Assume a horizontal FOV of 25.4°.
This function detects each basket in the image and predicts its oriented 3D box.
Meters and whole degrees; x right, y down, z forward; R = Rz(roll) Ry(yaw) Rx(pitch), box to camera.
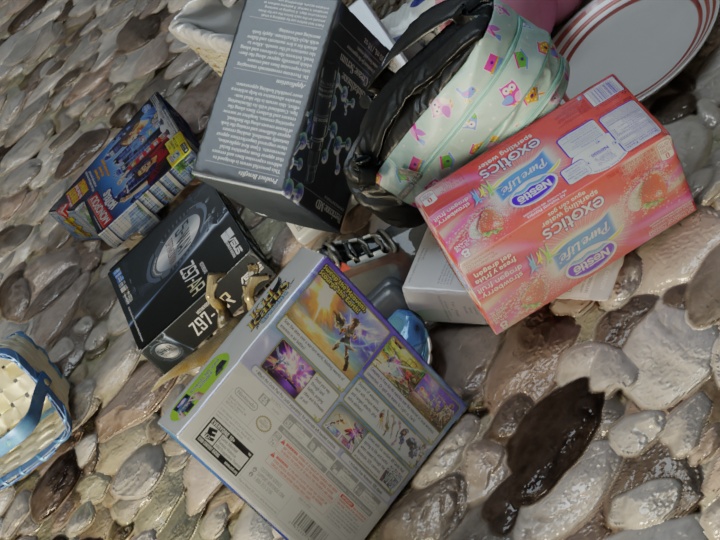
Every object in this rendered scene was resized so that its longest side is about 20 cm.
[{"bbox_3d":[-0.395,0.166,1.683,0.176,0.139,0.200,-35,23,12],"label":"basket"},{"bbox_3d":[-0.077,-0.287,1.836,0.199,0.161,0.200,-50,33,-10],"label":"basket"}]

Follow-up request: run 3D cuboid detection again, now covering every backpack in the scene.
[{"bbox_3d":[0.084,-0.145,1.390,0.200,0.126,0.168,-46,24,32],"label":"backpack"}]

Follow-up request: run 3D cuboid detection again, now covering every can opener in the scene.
[{"bbox_3d":[-0.043,0.072,1.451,0.200,0.067,0.053,-44,11,13],"label":"can opener"}]

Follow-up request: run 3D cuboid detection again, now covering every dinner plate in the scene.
[{"bbox_3d":[0.252,-0.209,1.503,0.199,0.024,0.201,-29,36,23],"label":"dinner plate"}]

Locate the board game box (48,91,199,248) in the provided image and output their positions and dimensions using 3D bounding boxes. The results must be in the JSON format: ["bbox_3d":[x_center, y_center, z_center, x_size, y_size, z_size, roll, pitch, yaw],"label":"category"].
[{"bbox_3d":[-0.281,-0.099,1.941,0.200,0.062,0.200,-42,32,4],"label":"board game box"}]

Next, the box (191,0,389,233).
[{"bbox_3d":[-0.065,-0.159,1.591,0.106,0.148,0.202,13,83,24],"label":"box"}]

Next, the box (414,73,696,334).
[{"bbox_3d":[0.161,-0.054,1.315,0.199,0.095,0.103,-32,42,0],"label":"box"}]

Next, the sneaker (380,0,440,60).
[{"bbox_3d":[0.069,-0.266,1.737,0.198,0.081,0.116,-19,35,23],"label":"sneaker"}]

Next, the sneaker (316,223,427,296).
[{"bbox_3d":[0.000,0.000,1.486,0.200,0.082,0.077,-44,32,1],"label":"sneaker"}]

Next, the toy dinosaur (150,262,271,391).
[{"bbox_3d":[-0.113,0.052,1.482,0.058,0.102,0.199,7,14,30],"label":"toy dinosaur"}]

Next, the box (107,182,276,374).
[{"bbox_3d":[-0.186,0.003,1.730,0.160,0.044,0.200,-42,31,4],"label":"box"}]

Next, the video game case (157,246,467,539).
[{"bbox_3d":[-0.034,0.115,1.277,0.182,0.200,0.045,-50,30,-12],"label":"video game case"}]

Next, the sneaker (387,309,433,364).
[{"bbox_3d":[-0.018,0.106,1.374,0.200,0.090,0.078,-47,32,-12],"label":"sneaker"}]

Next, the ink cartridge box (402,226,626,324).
[{"bbox_3d":[0.152,-0.027,1.400,0.198,0.050,0.162,4,53,30],"label":"ink cartridge box"}]

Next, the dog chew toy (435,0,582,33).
[{"bbox_3d":[0.169,-0.289,1.601,0.199,0.125,0.124,-38,27,-26],"label":"dog chew toy"}]

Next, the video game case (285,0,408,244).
[{"bbox_3d":[-0.029,-0.157,1.671,0.199,0.024,0.183,-38,66,11],"label":"video game case"}]
